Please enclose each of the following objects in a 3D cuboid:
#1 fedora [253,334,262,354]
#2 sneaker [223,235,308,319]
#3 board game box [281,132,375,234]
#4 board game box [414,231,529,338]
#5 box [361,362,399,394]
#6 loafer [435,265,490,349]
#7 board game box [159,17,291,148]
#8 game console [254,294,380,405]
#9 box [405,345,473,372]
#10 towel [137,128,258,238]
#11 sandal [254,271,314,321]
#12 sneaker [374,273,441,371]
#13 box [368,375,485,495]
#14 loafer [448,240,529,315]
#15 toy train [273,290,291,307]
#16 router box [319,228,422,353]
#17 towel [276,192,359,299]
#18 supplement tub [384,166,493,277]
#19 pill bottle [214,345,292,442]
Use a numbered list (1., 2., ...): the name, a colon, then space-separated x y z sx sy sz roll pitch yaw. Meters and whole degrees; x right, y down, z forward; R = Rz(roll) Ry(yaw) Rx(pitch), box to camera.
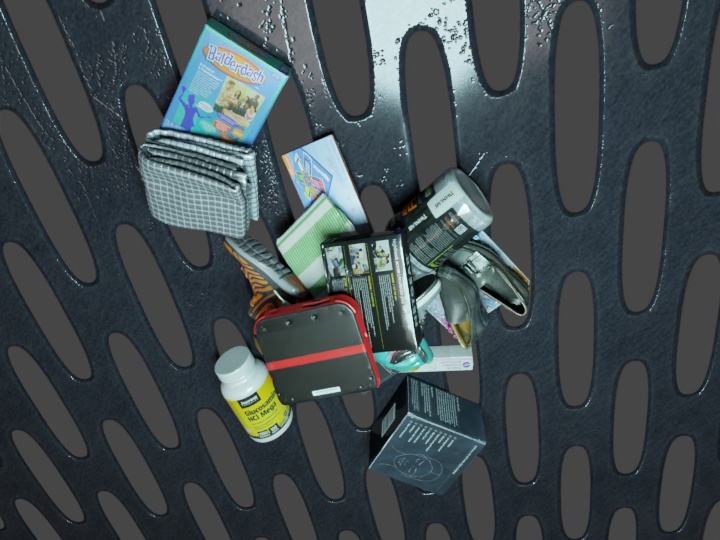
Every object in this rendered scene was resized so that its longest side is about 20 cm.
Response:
1. fedora: -0.125 0.172 1.343 0.200 0.200 0.082 39 89 -21
2. sneaker: -0.198 0.023 1.238 0.199 0.077 0.113 40 114 15
3. board game box: -0.055 -0.132 1.177 0.101 0.020 0.203 -19 109 14
4. board game box: 0.200 0.024 1.292 0.199 0.026 0.199 -38 115 25
5. box: -0.010 0.124 1.317 0.131 0.116 0.200 -35 114 25
6. loafer: 0.187 0.071 1.235 0.072 0.073 0.201 6 145 42
7. board game box: -0.225 -0.286 1.090 0.150 0.045 0.201 29 122 -16
8. game console: -0.078 0.141 1.142 0.196 0.031 0.180 -12 109 17
9. box: 0.140 0.189 1.398 0.195 0.042 0.039 -3 126 4
10. towel: -0.277 -0.142 1.132 0.195 0.087 0.167 14 143 2
11. sandal: -0.151 0.050 1.316 0.080 0.054 0.199 40 133 -14
12. sneaker: 0.102 0.111 1.205 0.120 0.084 0.200 39 108 -18
13. box: 0.145 0.373 1.473 0.193 0.125 0.202 24 122 -11
14. loafer: 0.244 0.014 1.228 0.198 0.063 0.072 33 122 -18
15. toy train: -0.122 0.136 1.205 0.115 0.085 0.200 -42 108 16
16. router box: 0.019 0.040 1.134 0.146 0.051 0.205 -6 101 17
17. towel: -0.048 -0.017 1.183 0.152 0.023 0.201 -40 91 23
18. supplement tub: 0.127 -0.076 1.168 0.122 0.124 0.199 39 117 -22
19. pill bottle: -0.234 0.267 1.426 0.110 0.113 0.202 -16 122 14
